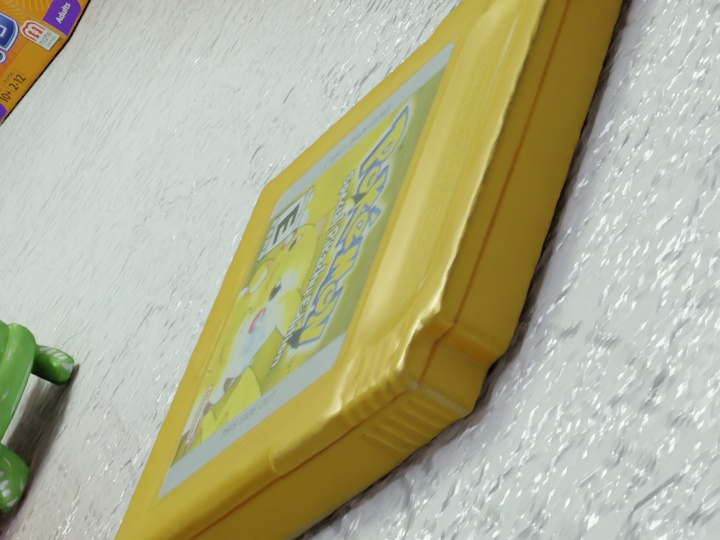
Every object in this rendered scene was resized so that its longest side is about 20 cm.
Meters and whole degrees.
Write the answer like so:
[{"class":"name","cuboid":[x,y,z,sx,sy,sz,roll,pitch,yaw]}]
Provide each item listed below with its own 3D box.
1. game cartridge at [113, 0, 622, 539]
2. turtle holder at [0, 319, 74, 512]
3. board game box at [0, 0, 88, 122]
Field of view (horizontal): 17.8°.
[{"class":"game cartridge","cuboid":[0.000,0.000,0.698,0.200,0.032,0.176,-42,22,51]},{"class":"turtle holder","cuboid":[-0.226,0.057,1.138,0.141,0.132,0.186,-38,25,56]},{"class":"board game box","cuboid":[-0.359,-0.299,2.184,0.200,0.200,0.200,-39,24,54]}]
